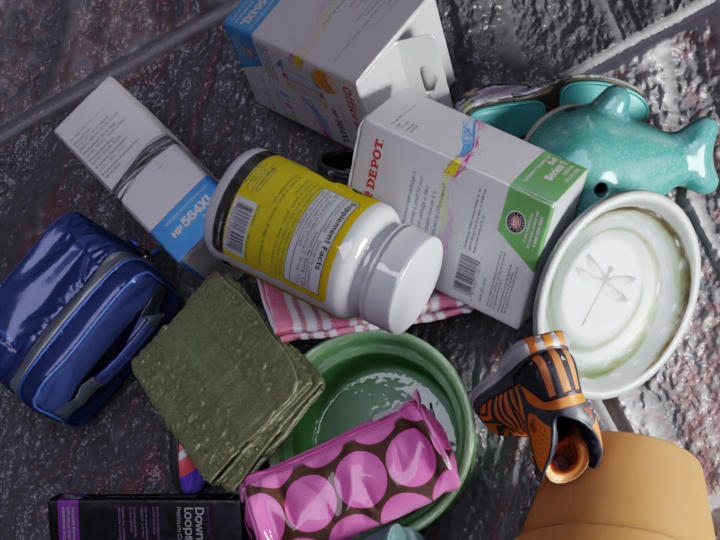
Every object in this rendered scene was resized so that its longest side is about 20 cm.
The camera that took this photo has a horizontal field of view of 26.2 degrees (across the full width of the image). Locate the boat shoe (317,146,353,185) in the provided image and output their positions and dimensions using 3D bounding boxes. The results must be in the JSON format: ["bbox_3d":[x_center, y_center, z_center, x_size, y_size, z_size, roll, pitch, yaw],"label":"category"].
[{"bbox_3d":[0.052,-0.102,1.538,0.198,0.057,0.069,-9,44,12],"label":"boat shoe"}]

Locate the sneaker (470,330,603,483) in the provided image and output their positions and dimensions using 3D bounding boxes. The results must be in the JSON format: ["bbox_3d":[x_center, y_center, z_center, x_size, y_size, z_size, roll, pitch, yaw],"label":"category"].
[{"bbox_3d":[0.152,0.138,1.346,0.077,0.200,0.113,-15,70,-9],"label":"sneaker"}]

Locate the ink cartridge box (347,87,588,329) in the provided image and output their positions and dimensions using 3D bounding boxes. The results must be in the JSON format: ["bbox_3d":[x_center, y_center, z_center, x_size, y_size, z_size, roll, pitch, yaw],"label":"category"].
[{"bbox_3d":[0.092,-0.060,1.435,0.199,0.146,0.084,26,39,19],"label":"ink cartridge box"}]

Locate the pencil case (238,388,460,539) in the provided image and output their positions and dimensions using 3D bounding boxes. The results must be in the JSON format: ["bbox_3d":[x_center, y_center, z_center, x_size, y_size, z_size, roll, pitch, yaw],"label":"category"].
[{"bbox_3d":[-0.014,0.187,1.375,0.199,0.091,0.094,-26,108,4],"label":"pencil case"}]

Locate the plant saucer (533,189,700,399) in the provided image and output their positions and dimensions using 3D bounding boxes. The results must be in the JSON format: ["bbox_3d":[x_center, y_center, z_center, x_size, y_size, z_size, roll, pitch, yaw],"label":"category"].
[{"bbox_3d":[0.229,0.019,1.436,0.201,0.200,0.050,-56,37,-5],"label":"plant saucer"}]

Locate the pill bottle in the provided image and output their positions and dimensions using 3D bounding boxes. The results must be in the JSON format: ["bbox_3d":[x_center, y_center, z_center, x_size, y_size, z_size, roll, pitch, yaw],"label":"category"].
[{"bbox_3d":[-0.033,-0.025,1.409,0.199,0.114,0.115,26,83,20],"label":"pill bottle"}]

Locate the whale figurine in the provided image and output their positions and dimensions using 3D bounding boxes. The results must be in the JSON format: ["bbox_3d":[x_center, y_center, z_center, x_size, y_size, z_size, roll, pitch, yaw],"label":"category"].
[{"bbox_3d":[0.251,-0.095,1.467,0.198,0.104,0.160,-6,108,-5],"label":"whale figurine"}]

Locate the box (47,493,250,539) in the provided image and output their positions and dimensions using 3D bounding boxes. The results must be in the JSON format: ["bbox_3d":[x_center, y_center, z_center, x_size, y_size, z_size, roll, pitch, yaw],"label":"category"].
[{"bbox_3d":[-0.203,0.289,1.500,0.198,0.036,0.144,-2,94,10],"label":"box"}]

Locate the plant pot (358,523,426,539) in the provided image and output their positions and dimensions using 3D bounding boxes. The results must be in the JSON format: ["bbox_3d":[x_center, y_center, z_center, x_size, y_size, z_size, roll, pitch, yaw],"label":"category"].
[{"bbox_3d":[-0.012,0.334,1.361,0.195,0.200,0.201,-31,72,17],"label":"plant pot"}]

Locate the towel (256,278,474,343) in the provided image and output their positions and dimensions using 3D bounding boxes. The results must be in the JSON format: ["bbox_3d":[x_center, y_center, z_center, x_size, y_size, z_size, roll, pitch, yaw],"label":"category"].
[{"bbox_3d":[0.000,0.000,1.485,0.198,0.030,0.147,-8,43,-11],"label":"towel"}]

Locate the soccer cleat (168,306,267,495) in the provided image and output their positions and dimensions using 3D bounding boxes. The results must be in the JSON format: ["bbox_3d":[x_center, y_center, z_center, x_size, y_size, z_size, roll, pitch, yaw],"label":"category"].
[{"bbox_3d":[-0.136,0.128,1.529,0.073,0.068,0.202,9,75,18],"label":"soccer cleat"}]

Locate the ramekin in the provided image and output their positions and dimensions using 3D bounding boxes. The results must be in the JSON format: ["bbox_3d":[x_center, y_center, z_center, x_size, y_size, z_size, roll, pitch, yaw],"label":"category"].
[{"bbox_3d":[0.017,0.162,1.471,0.198,0.098,0.202,-3,76,12],"label":"ramekin"}]

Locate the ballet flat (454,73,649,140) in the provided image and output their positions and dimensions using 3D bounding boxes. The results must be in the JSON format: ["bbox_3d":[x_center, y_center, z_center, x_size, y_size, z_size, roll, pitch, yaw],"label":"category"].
[{"bbox_3d":[0.184,-0.163,1.525,0.199,0.072,0.073,-6,74,-13],"label":"ballet flat"}]

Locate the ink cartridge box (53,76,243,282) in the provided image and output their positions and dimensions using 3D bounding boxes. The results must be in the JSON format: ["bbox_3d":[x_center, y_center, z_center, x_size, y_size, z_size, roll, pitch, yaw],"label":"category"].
[{"bbox_3d":[-0.195,-0.084,1.552,0.084,0.146,0.200,-44,72,0],"label":"ink cartridge box"}]

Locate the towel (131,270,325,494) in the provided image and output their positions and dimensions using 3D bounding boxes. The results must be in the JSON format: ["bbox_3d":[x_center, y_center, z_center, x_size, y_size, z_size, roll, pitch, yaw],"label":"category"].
[{"bbox_3d":[-0.129,0.103,1.466,0.148,0.036,0.200,-47,52,2],"label":"towel"}]

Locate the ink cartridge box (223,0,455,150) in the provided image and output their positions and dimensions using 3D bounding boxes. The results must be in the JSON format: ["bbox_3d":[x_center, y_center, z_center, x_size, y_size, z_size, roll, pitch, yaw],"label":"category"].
[{"bbox_3d":[-0.009,-0.211,1.518,0.199,0.129,0.125,28,68,31],"label":"ink cartridge box"}]

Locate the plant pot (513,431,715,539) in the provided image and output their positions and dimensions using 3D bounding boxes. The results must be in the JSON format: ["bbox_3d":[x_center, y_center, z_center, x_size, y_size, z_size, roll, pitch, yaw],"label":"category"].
[{"bbox_3d":[0.231,0.234,1.369,0.198,0.200,0.141,5,61,13],"label":"plant pot"}]

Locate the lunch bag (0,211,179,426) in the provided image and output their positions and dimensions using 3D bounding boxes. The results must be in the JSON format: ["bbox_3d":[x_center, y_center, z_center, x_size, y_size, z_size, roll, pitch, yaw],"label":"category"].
[{"bbox_3d":[-0.273,0.049,1.539,0.132,0.136,0.200,39,88,21],"label":"lunch bag"}]
